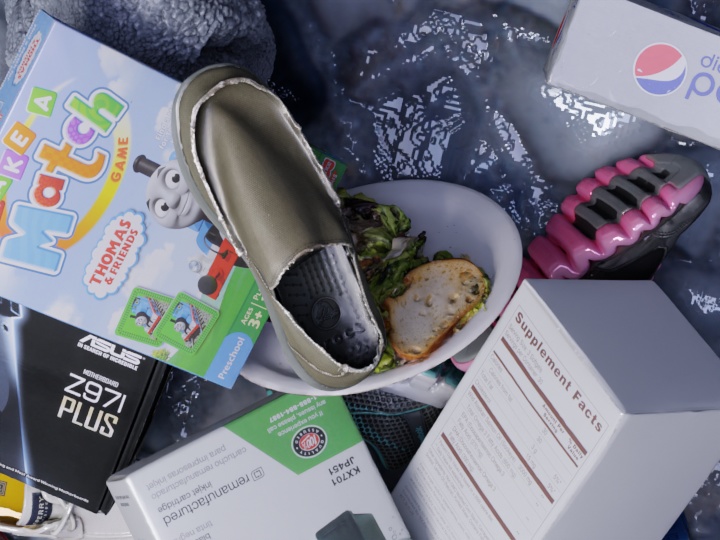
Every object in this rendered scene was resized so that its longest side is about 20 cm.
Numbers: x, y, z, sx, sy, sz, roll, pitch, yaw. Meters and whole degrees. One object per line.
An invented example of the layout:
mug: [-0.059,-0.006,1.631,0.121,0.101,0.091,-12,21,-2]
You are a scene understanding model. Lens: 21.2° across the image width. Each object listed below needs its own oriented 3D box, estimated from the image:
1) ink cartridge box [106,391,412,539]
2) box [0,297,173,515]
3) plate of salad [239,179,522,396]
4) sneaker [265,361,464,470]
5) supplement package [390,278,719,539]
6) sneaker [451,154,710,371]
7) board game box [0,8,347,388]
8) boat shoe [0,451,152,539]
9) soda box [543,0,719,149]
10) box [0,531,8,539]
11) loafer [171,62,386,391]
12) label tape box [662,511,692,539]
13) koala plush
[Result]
ink cartridge box: [-0.044,0.184,1.175,0.147,0.083,0.200,-27,91,-17]
box: [-0.219,0.042,1.221,0.200,0.086,0.164,24,131,-2]
plate of salad: [0.000,0.000,1.183,0.200,0.200,0.048,-16,128,6]
sneaker: [-0.037,0.071,1.261,0.200,0.078,0.091,22,106,-1]
supplement package: [0.123,0.116,1.173,0.117,0.117,0.200,2,130,-39]
sneaker: [0.153,0.010,1.240,0.200,0.079,0.095,-41,120,11]
board game box: [-0.125,-0.036,1.083,0.200,0.037,0.151,24,96,-30]
boat shoe: [-0.209,0.153,1.286,0.200,0.070,0.071,11,102,0]
soda box: [0.219,-0.118,1.211,0.200,0.063,0.068,20,104,-2]
box: [-0.244,0.257,1.243,0.200,0.100,0.096,42,104,38]
loafer: [-0.035,-0.024,1.056,0.075,0.070,0.200,-33,103,-16]
label tape box: [0.173,0.278,1.299,0.144,0.063,0.200,-14,101,6]
koala plush: [-0.162,-0.097,1.149,0.177,0.184,0.200,24,84,-1]
